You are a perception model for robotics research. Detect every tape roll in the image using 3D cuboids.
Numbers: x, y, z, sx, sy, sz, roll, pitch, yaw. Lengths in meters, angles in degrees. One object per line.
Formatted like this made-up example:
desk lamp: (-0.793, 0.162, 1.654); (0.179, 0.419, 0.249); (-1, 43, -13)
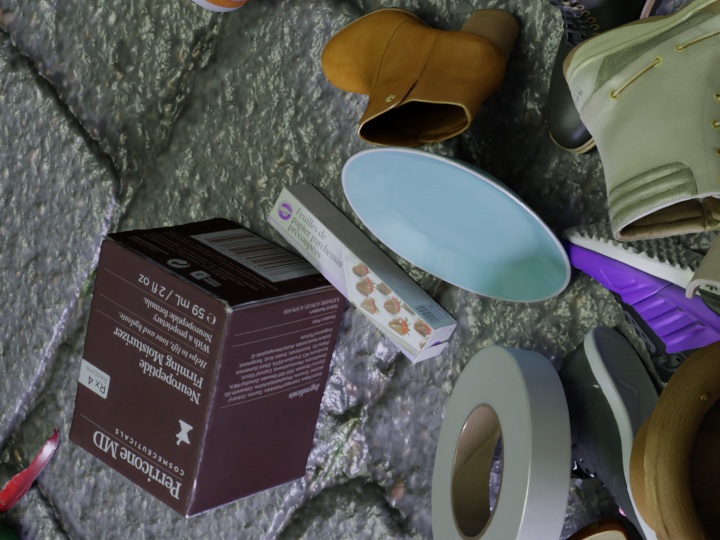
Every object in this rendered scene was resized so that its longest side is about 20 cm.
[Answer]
tape roll: (0.107, 0.161, 1.215); (0.203, 0.037, 0.206); (-170, 90, -73)

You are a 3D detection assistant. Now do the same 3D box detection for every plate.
plate: (0.077, -0.042, 1.216); (0.198, 0.201, 0.026); (12, 63, 36)

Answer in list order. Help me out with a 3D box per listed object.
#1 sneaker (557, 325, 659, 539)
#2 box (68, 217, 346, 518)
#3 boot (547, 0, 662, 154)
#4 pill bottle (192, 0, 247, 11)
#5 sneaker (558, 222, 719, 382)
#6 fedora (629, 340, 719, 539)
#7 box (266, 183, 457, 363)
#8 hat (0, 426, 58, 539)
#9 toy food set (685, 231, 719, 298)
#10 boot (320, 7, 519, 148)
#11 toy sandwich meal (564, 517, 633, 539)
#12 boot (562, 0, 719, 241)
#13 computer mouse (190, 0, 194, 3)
sneaker: (0.192, 0.152, 1.182); (0.099, 0.070, 0.202); (-48, 46, 37)
box: (-0.137, 0.080, 1.386); (0.165, 0.163, 0.203); (26, 112, 32)
boot: (0.157, -0.180, 1.133); (0.077, 0.138, 0.202); (29, 115, 31)
pill bottle: (-0.080, -0.318, 1.315); (0.199, 0.112, 0.113); (-34, 76, 37)
sneaker: (0.226, 0.032, 1.154); (0.199, 0.069, 0.101); (24, 113, 34)
fedora: (0.251, 0.142, 1.081); (0.081, 0.199, 0.204); (-8, 92, 54)
box: (0.000, 0.000, 1.347); (0.200, 0.041, 0.039); (43, 120, 24)
hat: (-0.380, 0.301, 1.706); (0.167, 0.174, 0.200); (63, 164, 10)
toy food set: (0.336, -0.008, 1.038); (0.198, 0.061, 0.144); (23, 67, 32)
boot: (0.023, -0.148, 1.235); (0.199, 0.144, 0.071); (-5, 125, 35)
toy sandwich meal: (0.211, 0.292, 1.195); (0.202, 0.070, 0.208); (2, 109, 7)
boot: (0.249, -0.112, 1.059); (0.198, 0.072, 0.156); (-19, 60, 14)
computer mouse: (-0.215, -0.327, 1.459); (0.198, 0.052, 0.141); (13, 105, 36)
